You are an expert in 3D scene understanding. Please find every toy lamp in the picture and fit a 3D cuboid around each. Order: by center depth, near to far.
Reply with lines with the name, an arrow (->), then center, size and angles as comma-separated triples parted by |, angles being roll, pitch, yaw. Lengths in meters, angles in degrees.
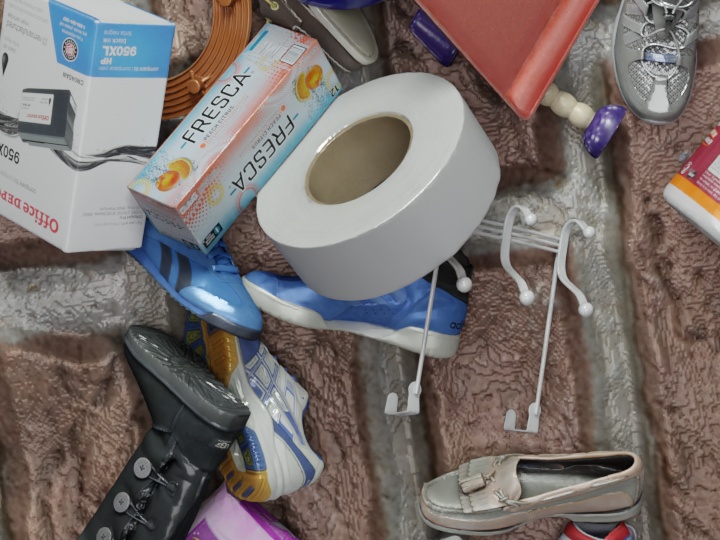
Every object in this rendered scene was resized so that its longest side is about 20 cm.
toy lamp -> 0.134, -0.172, 1.613 | 0.200, 0.058, 0.058 | 31, 96, 1

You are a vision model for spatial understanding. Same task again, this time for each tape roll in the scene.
tape roll -> 0.013, -0.072, 1.558 | 0.202, 0.203, 0.071 | -34, 126, 6

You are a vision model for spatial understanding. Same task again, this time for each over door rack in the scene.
over door rack -> 0.120, 0.044, 1.593 | 0.147, 0.067, 0.201 | 12, 96, -33

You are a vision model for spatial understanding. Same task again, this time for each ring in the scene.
ring -> -0.188, -0.229, 1.619 | 0.200, 0.019, 0.201 | 6, 106, 20

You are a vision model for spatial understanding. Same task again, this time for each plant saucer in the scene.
plant saucer -> 0.115, -0.261, 1.549 | 0.200, 0.037, 0.200 | 44, 65, -30

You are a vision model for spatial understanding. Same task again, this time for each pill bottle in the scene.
pill bottle -> 0.358, -0.106, 1.575 | 0.109, 0.110, 0.200 | 39, 96, 0

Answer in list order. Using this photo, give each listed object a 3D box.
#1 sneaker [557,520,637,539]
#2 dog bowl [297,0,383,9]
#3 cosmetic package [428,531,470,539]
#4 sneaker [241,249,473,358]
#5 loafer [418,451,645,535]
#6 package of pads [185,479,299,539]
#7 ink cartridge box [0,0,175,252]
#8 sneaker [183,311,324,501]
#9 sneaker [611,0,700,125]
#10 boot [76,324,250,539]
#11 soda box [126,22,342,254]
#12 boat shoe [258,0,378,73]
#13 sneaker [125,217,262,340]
sneaker -> 0.250, 0.294, 1.634 | 0.200, 0.071, 0.113 | 27, 99, 4
dog bowl -> -0.015, -0.324, 1.563 | 0.199, 0.079, 0.201 | 3, 79, -17
cosmetic package -> 0.037, 0.348, 1.607 | 0.200, 0.165, 0.165 | -28, 92, 5
sneaker -> 0.000, 0.000, 1.625 | 0.199, 0.077, 0.112 | 14, 99, 0
loafer -> 0.149, 0.184, 1.626 | 0.199, 0.072, 0.063 | -3, 138, -1
package of pads -> -0.143, 0.295, 1.661 | 0.121, 0.076, 0.200 | 44, 96, 0
ink cartridge box -> -0.242, -0.130, 1.579 | 0.144, 0.084, 0.201 | 26, 113, 44
sneaker -> -0.094, 0.106, 1.653 | 0.088, 0.075, 0.201 | -6, 75, -38
sneaker -> 0.254, -0.224, 1.587 | 0.074, 0.082, 0.201 | 1, 95, 4
boot -> -0.193, 0.169, 1.624 | 0.165, 0.066, 0.200 | 41, 111, 44
soda box -> -0.104, -0.114, 1.579 | 0.063, 0.068, 0.200 | 24, 66, 37
boat shoe -> -0.066, -0.246, 1.618 | 0.059, 0.072, 0.200 | -39, 98, 26
sneaker -> -0.144, -0.019, 1.607 | 0.200, 0.066, 0.079 | 42, 100, 30
